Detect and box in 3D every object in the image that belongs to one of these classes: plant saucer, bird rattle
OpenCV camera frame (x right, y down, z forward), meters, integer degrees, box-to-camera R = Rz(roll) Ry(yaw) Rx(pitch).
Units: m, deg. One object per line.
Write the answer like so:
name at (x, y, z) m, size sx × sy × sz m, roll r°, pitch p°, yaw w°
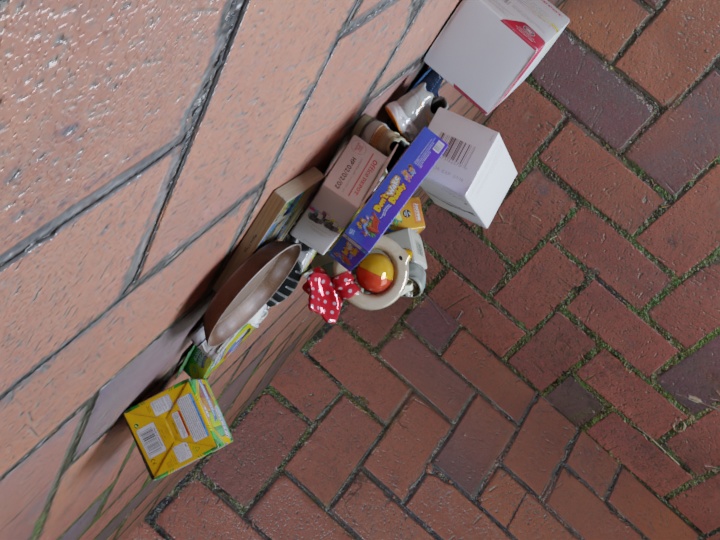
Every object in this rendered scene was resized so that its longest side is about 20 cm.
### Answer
plant saucer at (-0.165, 0.028, 1.297) m, size 0.200 × 0.034 × 0.200 m, roll -48°, pitch 172°, yaw -9°
bird rattle at (0.000, 0.000, 1.469) m, size 0.113 × 0.161 × 0.202 m, roll 129°, pitch -18°, yaw -79°

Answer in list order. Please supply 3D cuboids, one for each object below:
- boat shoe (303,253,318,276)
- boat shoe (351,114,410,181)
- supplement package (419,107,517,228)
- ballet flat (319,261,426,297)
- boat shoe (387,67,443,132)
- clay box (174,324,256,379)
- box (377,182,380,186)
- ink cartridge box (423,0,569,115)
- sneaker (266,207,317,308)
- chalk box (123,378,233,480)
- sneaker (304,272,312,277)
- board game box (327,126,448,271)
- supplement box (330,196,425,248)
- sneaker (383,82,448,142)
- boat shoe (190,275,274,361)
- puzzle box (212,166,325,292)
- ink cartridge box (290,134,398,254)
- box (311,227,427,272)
boat shoe at (-0.086, -0.063, 1.686) m, size 0.200 × 0.073 × 0.062 m, roll -42°, pitch 131°, yaw -13°
boat shoe at (0.046, -0.181, 1.424) m, size 0.075 × 0.068 × 0.200 m, roll -59°, pitch 158°, yaw 0°
supplement package at (0.175, -0.168, 1.479) m, size 0.118 × 0.116 × 0.200 m, roll -62°, pitch 157°, yaw -2°
ballet flat at (0.015, 0.019, 1.534) m, size 0.064 × 0.197 × 0.068 m, roll -86°, pitch 172°, yaw -45°
boat shoe at (0.111, -0.288, 1.572) m, size 0.084 × 0.069 × 0.200 m, roll -46°, pitch 174°, yaw -42°
clay box at (-0.244, 0.123, 1.577) m, size 0.200 × 0.047 × 0.115 m, roll -48°, pitch 176°, yaw -39°
box at (0.025, -0.178, 1.623) m, size 0.100 × 0.075 × 0.200 m, roll -48°, pitch 177°, yaw -9°
ink cartridge box at (0.229, -0.383, 1.462) m, size 0.145 × 0.145 × 0.200 m, roll -53°, pitch 175°, yaw 40°
sneaker at (-0.119, -0.015, 1.496) m, size 0.201 × 0.078 × 0.090 m, roll -51°, pitch 178°, yaw 1°
chalk box at (-0.298, 0.263, 1.492) m, size 0.123 × 0.125 × 0.200 m, roll -26°, pitch 175°, yaw -2°
sneaker at (-0.051, -0.066, 1.795) m, size 0.200 × 0.073 × 0.071 m, roll -50°, pitch 173°, yaw 1°
board game box at (0.037, -0.101, 1.282) m, size 0.201 × 0.045 × 0.134 m, roll -54°, pitch -177°, yaw -17°
supplement box at (0.015, -0.087, 1.607) m, size 0.198 × 0.067 × 0.069 m, roll -9°, pitch 168°, yaw -18°
sneaker at (0.122, -0.245, 1.497) m, size 0.092 × 0.076 × 0.200 m, roll -37°, pitch 151°, yaw 12°
boat shoe at (-0.182, 0.064, 1.419) m, size 0.200 × 0.066 × 0.072 m, roll -44°, pitch -174°, yaw -6°
puzzle box at (-0.135, -0.056, 1.301) m, size 0.201 × 0.025 × 0.133 m, roll -53°, pitch 176°, yaw 31°
ink cartridge box at (-0.026, -0.124, 1.348) m, size 0.116 × 0.067 × 0.200 m, roll -62°, pitch -172°, yaw -34°
box at (0.015, -0.014, 1.613) m, size 0.198 × 0.069 × 0.082 m, roll -17°, pitch 165°, yaw 19°
